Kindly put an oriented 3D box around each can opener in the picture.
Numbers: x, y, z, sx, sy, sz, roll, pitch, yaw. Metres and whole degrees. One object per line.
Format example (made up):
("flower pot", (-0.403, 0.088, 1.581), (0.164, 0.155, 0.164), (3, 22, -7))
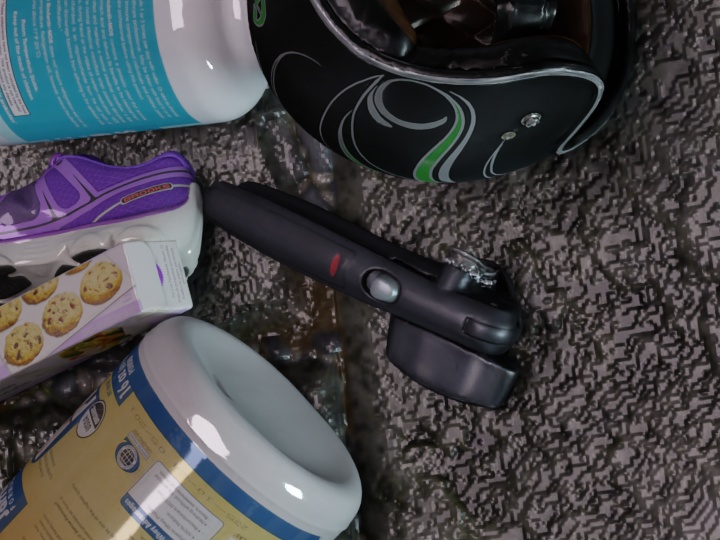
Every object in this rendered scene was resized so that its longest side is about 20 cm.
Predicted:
("can opener", (0.000, 0.000, 1.499), (0.200, 0.063, 0.079), (29, 97, 21))

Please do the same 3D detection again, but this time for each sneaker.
("sneaker", (-0.174, -0.023, 1.578), (0.199, 0.081, 0.084), (-7, 59, 21))

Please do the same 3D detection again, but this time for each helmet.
("helmet", (0.043, -0.135, 1.418), (0.199, 0.191, 0.201), (0, 78, -2))

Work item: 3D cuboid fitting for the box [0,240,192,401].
("box", (-0.170, 0.033, 1.538), (0.200, 0.039, 0.042), (-24, 76, 42))

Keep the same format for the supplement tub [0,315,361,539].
("supplement tub", (-0.113, 0.139, 1.489), (0.200, 0.145, 0.145), (-46, 71, 12))

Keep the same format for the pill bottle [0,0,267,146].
("pill bottle", (-0.122, -0.130, 1.533), (0.199, 0.111, 0.111), (-5, 84, 22))
